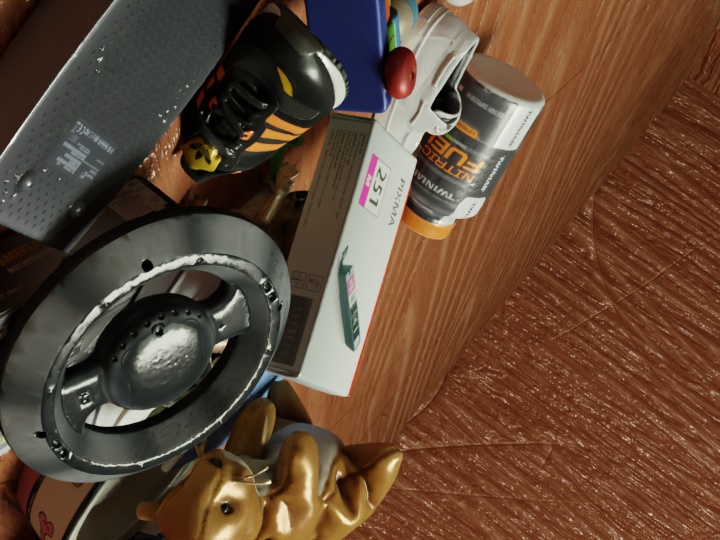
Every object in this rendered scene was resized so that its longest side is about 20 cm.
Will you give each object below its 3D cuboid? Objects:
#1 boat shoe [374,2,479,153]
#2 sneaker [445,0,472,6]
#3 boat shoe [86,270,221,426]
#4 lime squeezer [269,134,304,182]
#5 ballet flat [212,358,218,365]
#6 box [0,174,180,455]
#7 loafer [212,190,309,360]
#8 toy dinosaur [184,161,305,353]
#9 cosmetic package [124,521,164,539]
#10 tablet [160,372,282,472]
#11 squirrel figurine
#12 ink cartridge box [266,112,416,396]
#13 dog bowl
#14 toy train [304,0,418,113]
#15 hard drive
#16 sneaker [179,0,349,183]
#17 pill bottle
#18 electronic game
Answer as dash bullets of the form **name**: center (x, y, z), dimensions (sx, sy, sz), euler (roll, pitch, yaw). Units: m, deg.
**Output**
- **boat shoe**: center (0.066, -0.166, 1.087), dimensions (0.072, 0.068, 0.200), euler (-43, 164, -38)
- **sneaker**: center (0.132, -0.300, 0.945), dimensions (0.070, 0.080, 0.200), euler (-38, 161, -55)
- **boat shoe**: center (-0.133, 0.062, 0.774), dimensions (0.200, 0.065, 0.074), euler (-59, 168, 23)
- **lime squeezer**: center (-0.051, -0.131, 0.870), dimensions (0.071, 0.038, 0.200), euler (-87, -163, -49)
- **ballet flat**: center (-0.110, 0.061, 1.099), dimensions (0.200, 0.067, 0.067), euler (-48, 145, -15)
- **box**: center (-0.206, 0.041, 0.713), dimensions (0.200, 0.048, 0.159), euler (-37, 161, -52)
- **loafer**: center (-0.098, 0.008, 0.989), dimensions (0.200, 0.073, 0.071), euler (-41, 170, -14)
- **toy dinosaur**: center (-0.080, 0.002, 0.876), dimensions (0.136, 0.086, 0.200), euler (57, 47, -57)
- **cosmetic package**: center (-0.234, 0.278, 1.031), dimensions (0.200, 0.150, 0.052), euler (-39, 121, -48)
- **tablet**: center (-0.086, 0.092, 0.982), dimensions (0.200, 0.014, 0.130), euler (-48, 170, 13)
- **squirrel figurine**: center (-0.094, 0.208, 0.939), dimensions (0.187, 0.141, 0.200), euler (-17, 136, -55)
- **ink cartridge box**: center (0.000, 0.000, 0.899), dimensions (0.174, 0.043, 0.201), euler (31, 74, -62)
- **dog bowl**: center (-0.208, 0.158, 0.969), dimensions (0.200, 0.074, 0.200), euler (-49, 167, -16)
- **toy train**: center (-0.001, -0.215, 0.737), dimensions (0.116, 0.084, 0.200), euler (-65, 155, -49)
- **hard drive**: center (-0.131, -0.108, 0.600), dimensions (0.200, 0.042, 0.135), euler (-54, 168, -2)
- **sneaker**: center (-0.070, -0.096, 0.707), dimensions (0.090, 0.070, 0.200), euler (-46, -174, -13)
- **pill bottle**: center (0.112, -0.131, 1.262), dimensions (0.106, 0.106, 0.200), euler (-33, 156, -57)
- **electronic game**: center (-0.127, 0.049, 0.693), dimensions (0.200, 0.042, 0.200), euler (-27, 139, -27)
